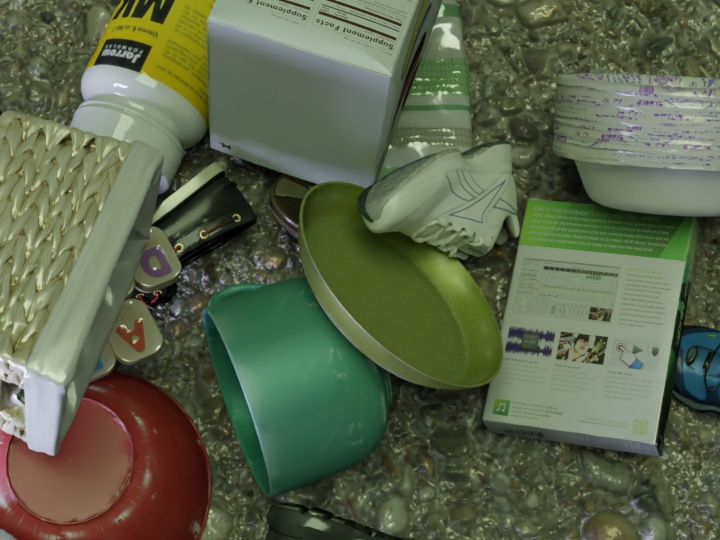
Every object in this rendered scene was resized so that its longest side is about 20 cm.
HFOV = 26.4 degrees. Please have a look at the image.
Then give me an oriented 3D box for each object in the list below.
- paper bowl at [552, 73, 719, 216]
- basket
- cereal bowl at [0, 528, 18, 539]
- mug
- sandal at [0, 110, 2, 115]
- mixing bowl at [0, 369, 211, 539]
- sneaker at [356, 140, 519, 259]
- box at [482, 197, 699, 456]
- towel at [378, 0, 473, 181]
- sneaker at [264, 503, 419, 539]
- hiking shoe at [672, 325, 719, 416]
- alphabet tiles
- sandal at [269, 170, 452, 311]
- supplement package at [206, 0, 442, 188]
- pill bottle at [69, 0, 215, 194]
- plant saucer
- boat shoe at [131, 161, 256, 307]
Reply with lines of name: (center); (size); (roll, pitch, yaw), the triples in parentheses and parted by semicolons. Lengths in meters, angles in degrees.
paper bowl: (0.256, -0.103, 1.245); (0.198, 0.201, 0.106); (2, 99, -2)
basket: (-0.232, 0.005, 1.082); (0.122, 0.136, 0.201); (20, 59, -3)
cereal bowl: (-0.263, 0.272, 1.097); (0.083, 0.200, 0.201); (-10, 66, -44)
mug: (-0.049, 0.069, 1.184); (0.113, 0.152, 0.186); (-18, 72, -12)
sandal: (-0.322, -0.100, 1.281); (0.054, 0.080, 0.201); (-34, 79, 8)
mixing bowl: (-0.214, 0.157, 1.168); (0.198, 0.109, 0.202); (1, 71, -3)
sneaker: (0.074, -0.050, 1.221); (0.199, 0.074, 0.088); (-16, 86, -51)
box: (0.188, 0.042, 1.245); (0.143, 0.036, 0.202); (7, 70, 21)
towel: (0.024, -0.145, 1.330); (0.148, 0.031, 0.202); (-3, 71, -3)
sneaker: (0.017, 0.239, 1.179); (0.198, 0.075, 0.080); (15, 84, 9)
hiking shoe: (0.330, 0.086, 1.232); (0.198, 0.087, 0.075); (20, 70, 4)
alphabet tiles: (-0.243, -0.003, 1.168); (0.199, 0.015, 0.197); (-22, 72, -25)
sandal: (0.000, 0.000, 1.261); (0.200, 0.055, 0.082); (40, 53, 9)
supplement package: (-0.021, -0.203, 1.223); (0.146, 0.192, 0.201); (18, 65, 4)
pill bottle: (-0.165, -0.173, 1.285); (0.113, 0.114, 0.201); (20, 70, 4)
plant saucer: (0.025, 0.017, 1.168); (0.031, 0.199, 0.201); (-45, 74, 27)
boat shoe: (-0.174, -0.002, 1.244); (0.201, 0.074, 0.063); (-39, 88, -10)
